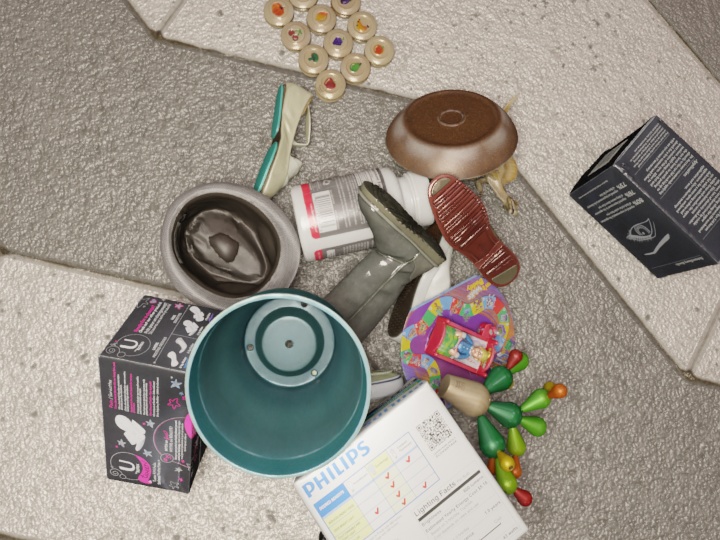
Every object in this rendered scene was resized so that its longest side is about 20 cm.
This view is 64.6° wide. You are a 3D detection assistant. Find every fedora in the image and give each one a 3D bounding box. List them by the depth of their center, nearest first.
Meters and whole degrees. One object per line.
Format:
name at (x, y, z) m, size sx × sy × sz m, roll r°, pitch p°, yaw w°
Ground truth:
fedora at (-0.186, -0.029, 0.820) m, size 0.198 × 0.090 × 0.179 m, roll 28°, pitch 82°, yaw -6°

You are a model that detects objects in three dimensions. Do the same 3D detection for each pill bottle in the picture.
pill bottle at (0.003, -0.087, 0.830) m, size 0.196 × 0.111 × 0.113 m, roll -12°, pitch 83°, yaw -5°

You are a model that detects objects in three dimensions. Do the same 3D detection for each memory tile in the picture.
memory tile at (-0.050, -0.385, 0.918) m, size 0.152 × 0.017 × 0.201 m, roll -35°, pitch 85°, yaw -8°

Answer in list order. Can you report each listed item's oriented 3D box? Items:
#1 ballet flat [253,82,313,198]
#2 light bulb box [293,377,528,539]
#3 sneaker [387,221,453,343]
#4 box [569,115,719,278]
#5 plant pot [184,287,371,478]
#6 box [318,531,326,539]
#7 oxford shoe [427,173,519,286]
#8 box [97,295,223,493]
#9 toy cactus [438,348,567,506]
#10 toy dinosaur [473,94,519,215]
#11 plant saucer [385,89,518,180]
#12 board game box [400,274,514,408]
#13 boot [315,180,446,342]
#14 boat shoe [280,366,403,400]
ballet flat at (-0.112, -0.187, 0.866) m, size 0.068 × 0.070 × 0.204 m, roll 12°, pitch 80°, yaw -1°
light bulb box at (0.054, 0.270, 0.687) m, size 0.197 × 0.125 × 0.202 m, roll -35°, pitch 85°, yaw -7°
sneaker at (0.108, 0.023, 0.853) m, size 0.084 × 0.072 × 0.203 m, roll 28°, pitch 76°, yaw -26°
box at (0.438, -0.100, 0.841) m, size 0.200 × 0.148 × 0.104 m, roll 44°, pitch 81°, yaw 2°
plant pot at (-0.090, 0.110, 0.691) m, size 0.196 × 0.188 × 0.204 m, roll 0°, pitch 99°, yaw -3°
box at (0.059, 0.336, 0.785) m, size 0.162 × 0.086 × 0.202 m, roll 33°, pitch 81°, yaw 2°
oxford shoe at (0.153, -0.061, 0.823) m, size 0.070 × 0.075 × 0.201 m, roll -36°, pitch 116°, yaw 7°
box at (-0.249, 0.156, 0.727) m, size 0.112 × 0.133 × 0.203 m, roll 11°, pitch 120°, yaw -2°
toy cactus at (0.182, 0.185, 0.748) m, size 0.163 × 0.102 × 0.203 m, roll 25°, pitch 66°, yaw -12°
toy dinosaur at (0.205, -0.180, 0.894) m, size 0.099 × 0.058 × 0.204 m, roll 6°, pitch 76°, yaw -19°
plant saucer at (0.134, -0.212, 0.841) m, size 0.196 × 0.037 × 0.203 m, roll -3°, pitch 50°, yaw 4°
board game box at (0.151, 0.105, 0.808) m, size 0.198 × 0.039 × 0.161 m, roll -25°, pitch 103°, yaw -21°
boot at (-0.001, 0.001, 0.783) m, size 0.199 × 0.073 × 0.182 m, roll -38°, pitch 117°, yaw 19°
boat shoe at (-0.037, 0.156, 0.813) m, size 0.196 × 0.072 × 0.063 m, roll -5°, pitch 84°, yaw -1°
